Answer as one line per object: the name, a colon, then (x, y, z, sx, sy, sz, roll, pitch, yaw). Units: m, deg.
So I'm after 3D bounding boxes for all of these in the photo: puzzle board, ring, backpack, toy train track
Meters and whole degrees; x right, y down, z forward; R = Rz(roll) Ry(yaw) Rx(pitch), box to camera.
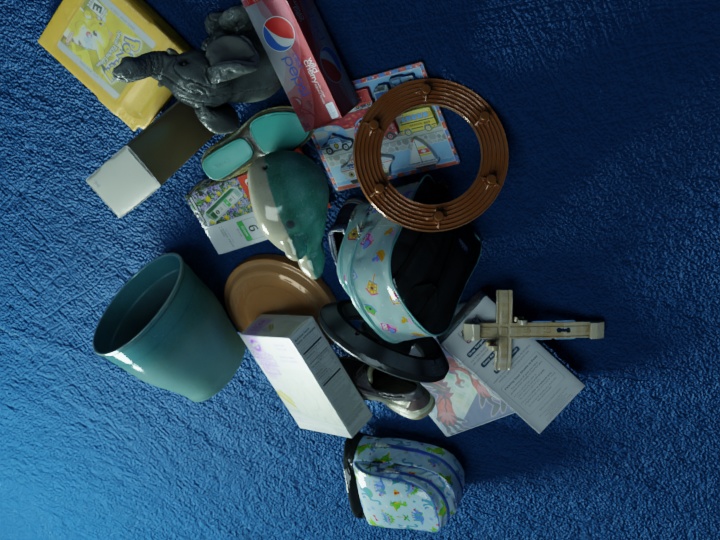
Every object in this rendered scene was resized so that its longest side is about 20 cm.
puzzle board: (0.022, -0.191, 1.335, 0.199, 0.017, 0.151, -10, 118, 30)
ring: (0.090, -0.149, 1.242, 0.200, 0.201, 0.019, 30, 171, 2)
backpack: (0.075, 0.357, 1.629, 0.199, 0.154, 0.164, -3, 115, 11)
backpack: (0.059, -0.005, 1.313, 0.153, 0.201, 0.176, -13, 132, 31)
toy train track: (0.245, 0.086, 1.366, 0.199, 0.033, 0.115, -1, 98, -4)

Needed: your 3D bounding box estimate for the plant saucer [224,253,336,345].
plant saucer: (-0.130, 0.066, 1.573, 0.199, 0.032, 0.201, 12, 127, 17)

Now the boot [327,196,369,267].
boot: (0.000, 0.000, 1.430, 0.072, 0.090, 0.201, -5, 120, 27)

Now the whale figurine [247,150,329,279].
whale figurine: (-0.081, -0.079, 1.353, 0.103, 0.160, 0.200, -20, 135, 8)

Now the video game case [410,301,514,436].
video game case: (0.148, 0.159, 1.519, 0.182, 0.023, 0.200, -28, 109, 36)

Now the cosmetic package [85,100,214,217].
cosmetic package: (-0.282, -0.168, 1.367, 0.105, 0.200, 0.071, -29, 108, 37)

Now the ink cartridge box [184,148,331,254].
ink cartridge box: (-0.153, -0.102, 1.453, 0.199, 0.050, 0.109, -15, 115, 32)

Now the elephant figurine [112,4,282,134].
elephant figurine: (-0.191, -0.249, 1.270, 0.154, 0.200, 0.142, -5, 120, 27)

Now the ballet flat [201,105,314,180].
ballet flat: (-0.140, -0.187, 1.379, 0.199, 0.071, 0.071, -23, 112, 30)

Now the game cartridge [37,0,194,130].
game cartridge: (-0.348, -0.316, 1.403, 0.200, 0.032, 0.176, 44, 129, -8)

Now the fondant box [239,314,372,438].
fondant box: (-0.086, 0.164, 1.534, 0.144, 0.058, 0.201, -1, 124, 52)

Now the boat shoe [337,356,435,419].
boat shoe: (0.028, 0.168, 1.522, 0.199, 0.072, 0.065, 21, 143, 39)

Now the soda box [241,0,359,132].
soda box: (-0.077, -0.287, 1.267, 0.063, 0.070, 0.201, -15, 110, 30)

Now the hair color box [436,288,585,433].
hair color box: (0.217, 0.131, 1.420, 0.200, 0.061, 0.100, 42, 96, -8)

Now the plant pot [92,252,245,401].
plant pot: (-0.294, 0.107, 1.583, 0.200, 0.201, 0.188, -24, 125, 35)

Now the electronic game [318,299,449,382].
electronic game: (0.034, 0.098, 1.377, 0.199, 0.200, 0.042, 26, 106, 5)
